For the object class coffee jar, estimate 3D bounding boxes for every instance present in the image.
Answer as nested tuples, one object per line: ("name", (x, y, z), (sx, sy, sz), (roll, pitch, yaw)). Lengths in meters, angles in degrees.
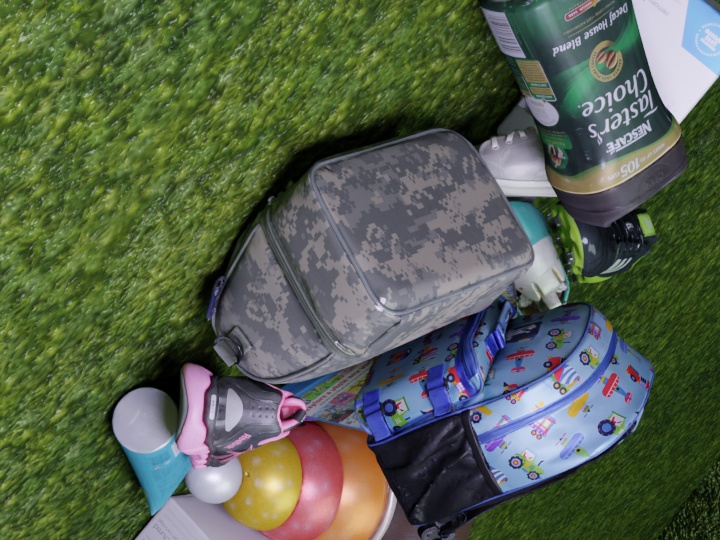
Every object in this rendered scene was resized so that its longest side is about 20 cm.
("coffee jar", (0.168, -0.137, 1.525), (0.104, 0.085, 0.201), (-35, 118, -20))

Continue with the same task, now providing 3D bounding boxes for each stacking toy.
("stacking toy", (-0.075, 0.183, 1.808), (0.199, 0.146, 0.146), (13, 121, -50))

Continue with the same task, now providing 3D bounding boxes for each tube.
("tube", (-0.155, 0.143, 1.637), (0.078, 0.050, 0.200), (-48, 165, -12))

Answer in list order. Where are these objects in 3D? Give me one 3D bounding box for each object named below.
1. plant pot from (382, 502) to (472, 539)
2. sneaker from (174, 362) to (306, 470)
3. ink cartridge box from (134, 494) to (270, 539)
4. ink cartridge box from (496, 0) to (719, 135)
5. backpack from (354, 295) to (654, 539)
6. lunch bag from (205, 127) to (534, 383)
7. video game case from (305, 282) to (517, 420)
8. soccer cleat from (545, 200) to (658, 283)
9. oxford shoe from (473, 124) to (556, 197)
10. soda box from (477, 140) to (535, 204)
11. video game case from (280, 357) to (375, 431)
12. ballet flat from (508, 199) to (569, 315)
("plant pot", (0.035, 0.281, 2.169), (0.201, 0.186, 0.187), (-57, 163, -10))
("sneaker", (-0.088, 0.113, 1.582), (0.094, 0.080, 0.200), (-1, 175, 1))
("ink cartridge box", (-0.161, 0.314, 1.847), (0.200, 0.129, 0.125), (-51, 161, 13))
("ink cartridge box", (0.209, -0.149, 1.678), (0.200, 0.116, 0.067), (-52, -178, 16))
("backpack", (0.116, 0.093, 1.578), (0.199, 0.135, 0.183), (-24, -165, 25))
("lunch bag", (0.000, 0.000, 1.527), (0.199, 0.140, 0.168), (-21, 163, -46))
("video game case", (0.033, 0.070, 1.747), (0.179, 0.036, 0.200), (-1, 152, -4))
("soccer cleat", (0.201, -0.030, 1.698), (0.080, 0.068, 0.200), (-20, 172, 7))
("oxford shoe", (0.123, -0.086, 1.629), (0.198, 0.058, 0.075), (-1, -177, -1))
("soda box", (0.077, -0.012, 1.777), (0.063, 0.068, 0.201), (-28, 155, -41))
("video game case", (0.046, 0.106, 1.758), (0.199, 0.018, 0.143), (16, 147, -33))
("ballet flat", (0.144, -0.002, 1.722), (0.067, 0.070, 0.200), (-43, 160, -2))
